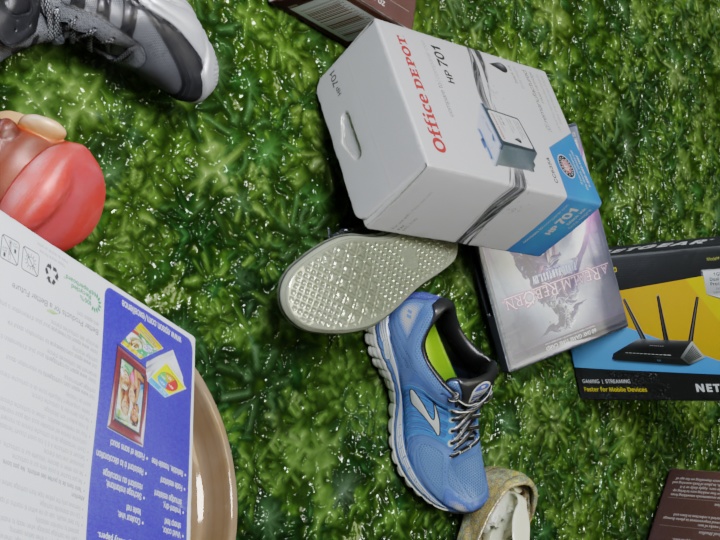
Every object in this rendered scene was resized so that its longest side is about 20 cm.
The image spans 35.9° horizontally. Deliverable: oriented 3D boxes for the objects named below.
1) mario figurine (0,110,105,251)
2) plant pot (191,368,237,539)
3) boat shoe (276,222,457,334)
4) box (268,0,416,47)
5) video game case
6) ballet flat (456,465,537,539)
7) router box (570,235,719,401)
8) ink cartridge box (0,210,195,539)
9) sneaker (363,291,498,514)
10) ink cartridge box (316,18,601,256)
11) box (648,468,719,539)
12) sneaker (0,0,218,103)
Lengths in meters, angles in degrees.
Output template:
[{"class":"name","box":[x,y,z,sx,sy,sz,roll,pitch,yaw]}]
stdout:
[{"class":"mario figurine","box":[-0.232,-0.081,0.618,0.200,0.123,0.106,37,46,-24]},{"class":"plant pot","box":[-0.167,0.129,0.647,0.201,0.092,0.202,36,46,-50]},{"class":"boat shoe","box":[0.000,0.000,0.866,0.200,0.062,0.075,-28,105,-48]},{"class":"box","box":[-0.001,-0.291,0.885,0.100,0.075,0.201,20,71,-43]},{"class":"video game case","box":[0.166,-0.023,1.028,0.142,0.019,0.201,-18,94,-25]},{"class":"ballet flat","box":[0.106,0.264,0.954,0.071,0.071,0.201,39,61,-37]},{"class":"router box","box":[0.293,0.048,1.068,0.051,0.199,0.150,-22,102,-46]},{"class":"ink cartridge box","box":[-0.144,0.095,0.535,0.198,0.047,0.201,47,37,-59]},{"class":"sneaker","box":[0.069,0.111,0.911,0.078,0.089,0.201,-31,109,-41]},{"class":"ink cartridge box","box":[0.080,-0.102,0.896,0.199,0.086,0.147,8,54,-41]},{"class":"box","box":[0.359,0.315,1.174,0.075,0.100,0.200,49,55,-31]},{"class":"sneaker","box":[-0.183,-0.152,0.687,0.200,0.075,0.114,44,58,-27]}]
